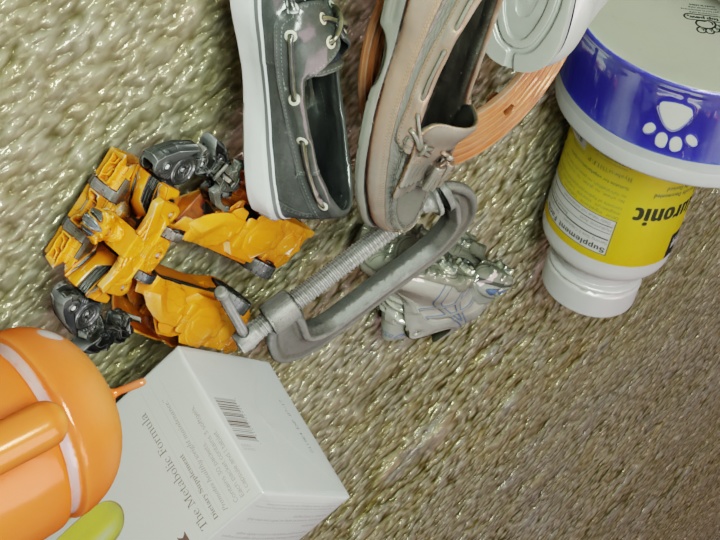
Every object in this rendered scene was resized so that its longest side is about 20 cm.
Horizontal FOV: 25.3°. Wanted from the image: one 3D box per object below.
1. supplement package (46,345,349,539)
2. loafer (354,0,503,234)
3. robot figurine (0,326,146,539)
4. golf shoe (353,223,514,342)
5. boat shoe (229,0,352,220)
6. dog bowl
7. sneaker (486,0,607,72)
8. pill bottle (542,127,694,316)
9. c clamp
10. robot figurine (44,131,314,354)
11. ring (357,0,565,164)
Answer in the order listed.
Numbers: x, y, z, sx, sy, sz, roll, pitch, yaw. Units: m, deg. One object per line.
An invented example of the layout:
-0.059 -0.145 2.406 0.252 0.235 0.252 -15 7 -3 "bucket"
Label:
-0.128 0.157 1.012 0.200 0.114 0.109 -42 155 16 "supplement package"
0.042 -0.101 0.908 0.072 0.062 0.202 -42 149 -48 "loafer"
-0.214 0.103 0.865 0.199 0.117 0.145 -27 145 -32 "robot figurine"
0.043 0.018 1.206 0.098 0.078 0.199 -52 152 13 "golf shoe"
-0.033 -0.122 0.890 0.069 0.056 0.202 -49 143 -56 "boat shoe"
0.246 -0.151 1.177 0.199 0.200 0.079 -30 142 -36 "dog bowl"
0.131 -0.212 0.930 0.080 0.076 0.201 -18 138 -56 "sneaker"
0.212 -0.064 1.306 0.111 0.111 0.201 -27 144 -39 "pill bottle"
0.000 0.000 1.032 0.199 0.027 0.171 -35 159 -14 "c clamp"
-0.110 -0.012 0.952 0.146 0.058 0.200 -56 153 5 "robot figurine"
0.071 -0.152 0.979 0.200 0.019 0.202 -32 142 -29 "ring"
